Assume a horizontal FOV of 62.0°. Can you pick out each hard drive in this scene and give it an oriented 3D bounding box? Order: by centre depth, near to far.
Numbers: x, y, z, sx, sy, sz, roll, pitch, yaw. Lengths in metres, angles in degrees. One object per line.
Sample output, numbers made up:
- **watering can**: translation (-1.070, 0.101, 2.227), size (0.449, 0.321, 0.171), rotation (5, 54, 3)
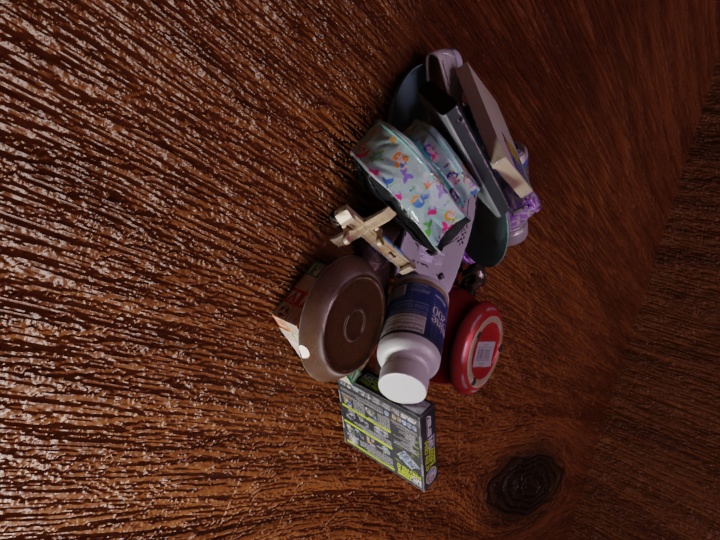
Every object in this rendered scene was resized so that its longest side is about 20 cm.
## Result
- **hard drive**: translation (0.166, -0.194, 0.958), size (0.032, 0.141, 0.201), rotation (-33, 121, 7)
- **hard drive**: translation (0.136, -0.074, 1.096), size (0.131, 0.042, 0.207), rotation (16, 93, -22)

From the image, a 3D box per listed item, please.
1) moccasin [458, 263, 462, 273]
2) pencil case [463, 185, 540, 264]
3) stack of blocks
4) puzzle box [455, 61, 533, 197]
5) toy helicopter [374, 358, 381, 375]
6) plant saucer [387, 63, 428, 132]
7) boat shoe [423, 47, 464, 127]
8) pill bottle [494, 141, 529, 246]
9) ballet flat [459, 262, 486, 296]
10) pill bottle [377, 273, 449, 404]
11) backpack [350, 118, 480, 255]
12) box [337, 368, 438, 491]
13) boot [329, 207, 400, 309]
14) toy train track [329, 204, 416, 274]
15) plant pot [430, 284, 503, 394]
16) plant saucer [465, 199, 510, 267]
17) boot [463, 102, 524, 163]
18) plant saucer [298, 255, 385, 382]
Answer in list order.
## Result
- **moccasin**: translation (0.173, -0.084, 1.184), size (0.073, 0.076, 0.208), rotation (-31, 126, -40)
- **pencil case**: translation (0.279, -0.098, 1.229), size (0.083, 0.200, 0.087), rotation (32, 35, -21)
- **stack of blocks**: translation (-0.052, 0.101, 0.987), size (0.116, 0.057, 0.203), rotation (-52, 138, -25)
- **puzzle box**: translation (0.222, -0.232, 0.995), size (0.132, 0.025, 0.206), rotation (29, 41, -51)
- **toy helicopter**: translation (0.056, 0.231, 1.153), size (0.134, 0.076, 0.204), rotation (-61, 152, -42)
- **plant saucer**: translation (0.105, -0.263, 1.075), size (0.197, 0.027, 0.207), rotation (-22, 120, -45)
- **boat shoe**: translation (0.138, -0.272, 1.032), size (0.084, 0.073, 0.210), rotation (-18, 111, -39)
- **pill bottle**: translation (0.312, -0.163, 1.302), size (0.113, 0.112, 0.205), rotation (-41, 132, -34)
- **ballet flat**: translation (0.223, 0.040, 1.275), size (0.201, 0.045, 0.070), rotation (96, -15, -67)
- **pill bottle**: translation (0.088, 0.115, 1.018), size (0.204, 0.107, 0.113), rotation (-73, 150, -42)
- **backpack**: translation (0.081, -0.148, 0.943), size (0.198, 0.178, 0.152), rotation (37, 100, -23)
- **box**: translation (0.046, 0.272, 1.059), size (0.044, 0.196, 0.165), rotation (-29, 125, -37)
- **boot**: translation (0.000, 0.000, 1.021), size (0.183, 0.063, 0.207), rotation (-4, 111, -48)
- **toy train track**: translation (0.028, -0.036, 0.931), size (0.199, 0.112, 0.033), rotation (35, 38, -45)
- **plant pot**: translation (0.174, 0.127, 1.186), size (0.197, 0.179, 0.208), rotation (-20, 117, -46)
- **plant saucer**: translation (0.236, -0.111, 1.152), size (0.038, 0.201, 0.207), rotation (-18, 120, -19)
- **boot**: translation (0.232, -0.254, 1.115), size (0.071, 0.200, 0.093), rotation (-19, 117, -18)
- **plant saucer**: translation (-0.019, 0.081, 0.947), size (0.197, 0.034, 0.208), rotation (-23, 120, -46)
